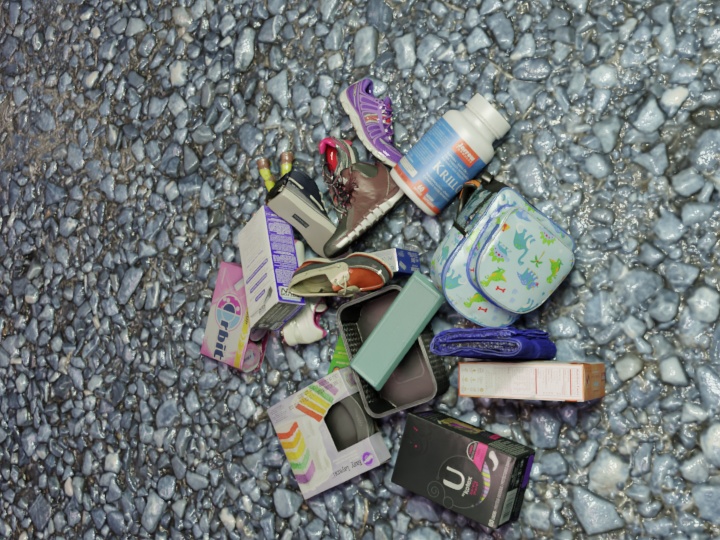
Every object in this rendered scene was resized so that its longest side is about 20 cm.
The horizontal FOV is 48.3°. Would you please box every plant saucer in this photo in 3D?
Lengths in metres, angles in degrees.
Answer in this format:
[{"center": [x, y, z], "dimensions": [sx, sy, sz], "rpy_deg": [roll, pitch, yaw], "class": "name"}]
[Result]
[{"center": [0.059, 0.101, 1.327], "dimensions": [0.070, 0.019, 0.201], "rpy_deg": [38, 100, 17], "class": "plant saucer"}]

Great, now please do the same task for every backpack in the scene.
[{"center": [0.215, -0.014, 1.247], "dimensions": [0.201, 0.182, 0.147], "rpy_deg": [-52, 20, 8], "class": "backpack"}]

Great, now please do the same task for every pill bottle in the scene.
[{"center": [0.154, -0.198, 1.358], "dimensions": [0.200, 0.112, 0.113], "rpy_deg": [-46, 65, 12], "class": "pill bottle"}]

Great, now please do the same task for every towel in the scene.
[{"center": [0.211, 0.112, 1.252], "dimensions": [0.146, 0.199, 0.050], "rpy_deg": [-2, 82, 29], "class": "towel"}]

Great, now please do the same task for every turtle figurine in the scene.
[{"center": [-0.166, -0.141, 1.577], "dimensions": [0.198, 0.064, 0.164], "rpy_deg": [-16, 78, 29], "class": "turtle figurine"}]

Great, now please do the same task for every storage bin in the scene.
[{"center": [0.057, 0.137, 1.385], "dimensions": [0.134, 0.094, 0.203], "rpy_deg": [-22, 80, 19], "class": "storage bin"}]

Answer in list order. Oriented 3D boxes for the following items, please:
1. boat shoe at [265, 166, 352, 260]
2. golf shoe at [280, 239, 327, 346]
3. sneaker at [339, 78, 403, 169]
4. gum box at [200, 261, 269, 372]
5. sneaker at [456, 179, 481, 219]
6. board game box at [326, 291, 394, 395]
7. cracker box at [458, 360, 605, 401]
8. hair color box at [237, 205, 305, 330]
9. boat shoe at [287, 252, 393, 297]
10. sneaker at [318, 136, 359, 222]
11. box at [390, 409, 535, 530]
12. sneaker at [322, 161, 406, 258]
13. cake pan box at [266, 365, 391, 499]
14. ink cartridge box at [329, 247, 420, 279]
[{"center": [-0.081, -0.107, 1.496], "dimensions": [0.074, 0.200, 0.093], "rpy_deg": [-26, 30, 40], "class": "boat shoe"}, {"center": [-0.104, 0.042, 1.530], "dimensions": [0.090, 0.075, 0.203], "rpy_deg": [-2, 86, 15], "class": "golf shoe"}, {"center": [0.032, -0.270, 1.465], "dimensions": [0.083, 0.080, 0.202], "rpy_deg": [-34, 70, 16], "class": "sneaker"}, {"center": [-0.239, 0.094, 1.598], "dimensions": [0.112, 0.066, 0.203], "rpy_deg": [16, 94, 32], "class": "gum box"}, {"center": [0.185, -0.052, 1.345], "dimensions": [0.069, 0.090, 0.203], "rpy_deg": [2, 86, 30], "class": "sneaker"}, {"center": [0.002, 0.139, 1.473], "dimensions": [0.095, 0.030, 0.203], "rpy_deg": [21, 94, 29], "class": "board game box"}, {"center": [0.268, 0.169, 1.251], "dimensions": [0.197, 0.133, 0.059], "rpy_deg": [-2, 84, 30], "class": "cracker box"}, {"center": [-0.166, -0.004, 1.481], "dimensions": [0.109, 0.064, 0.202], "rpy_deg": [-41, 50, 44], "class": "hair color box"}, {"center": [-0.036, 0.014, 1.362], "dimensions": [0.198, 0.063, 0.072], "rpy_deg": [0, 125, 36], "class": "boat shoe"}, {"center": [-0.034, -0.151, 1.494], "dimensions": [0.080, 0.074, 0.203], "rpy_deg": [-24, 75, 26], "class": "sneaker"}, {"center": [0.167, 0.320, 1.314], "dimensions": [0.198, 0.106, 0.124], "rpy_deg": [16, 93, 31], "class": "box"}, {"center": [-0.017, -0.118, 1.431], "dimensions": [0.200, 0.076, 0.116], "rpy_deg": [-41, 84, -19], "class": "sneaker"}, {"center": [-0.057, 0.295, 1.466], "dimensions": [0.199, 0.052, 0.186], "rpy_deg": [-30, 80, 29], "class": "cake pan box"}, {"center": [0.000, 0.000, 1.448], "dimensions": [0.198, 0.094, 0.045], "rpy_deg": [-11, 81, 30], "class": "ink cartridge box"}]
